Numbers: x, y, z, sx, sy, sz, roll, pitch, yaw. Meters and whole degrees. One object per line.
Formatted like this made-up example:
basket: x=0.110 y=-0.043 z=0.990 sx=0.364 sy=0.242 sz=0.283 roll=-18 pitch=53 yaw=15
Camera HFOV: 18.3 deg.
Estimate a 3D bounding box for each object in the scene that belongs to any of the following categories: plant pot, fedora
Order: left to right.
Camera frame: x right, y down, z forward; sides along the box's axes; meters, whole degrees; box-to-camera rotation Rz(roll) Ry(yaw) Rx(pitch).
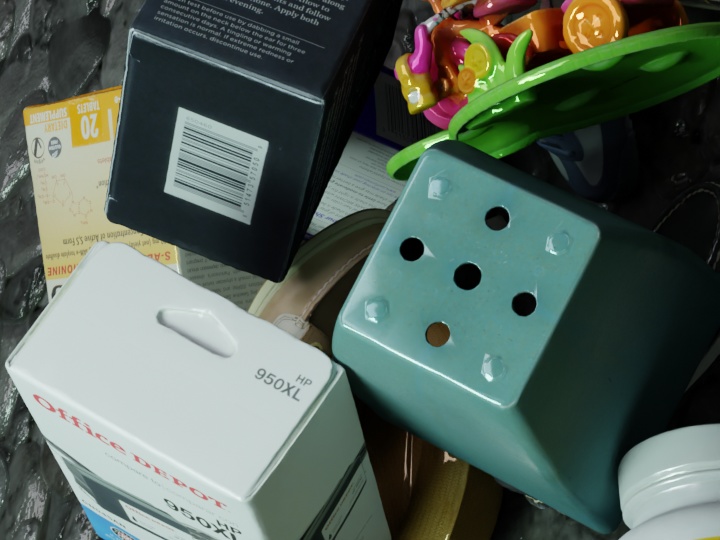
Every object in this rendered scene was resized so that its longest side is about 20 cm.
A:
fedora: x=0.022 y=0.119 z=1.250 sx=0.200 sy=0.082 sz=0.201 roll=-27 pitch=53 yaw=42
plant pot: x=0.071 y=0.021 z=1.046 sx=0.141 sy=0.200 sz=0.141 roll=26 pitch=86 yaw=20

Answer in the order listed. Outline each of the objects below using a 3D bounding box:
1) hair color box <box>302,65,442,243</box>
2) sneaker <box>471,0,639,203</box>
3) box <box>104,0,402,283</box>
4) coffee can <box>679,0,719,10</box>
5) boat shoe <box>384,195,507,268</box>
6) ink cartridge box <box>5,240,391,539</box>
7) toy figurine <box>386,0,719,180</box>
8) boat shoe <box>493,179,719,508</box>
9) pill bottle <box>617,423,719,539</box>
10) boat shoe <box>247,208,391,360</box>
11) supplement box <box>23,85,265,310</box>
hair color box: x=-0.033 y=-0.053 z=1.385 sx=0.200 sy=0.109 sz=0.065 roll=-32 pitch=50 yaw=39
sneaker: x=0.081 y=-0.108 z=1.195 sx=0.082 sy=0.200 sz=0.070 roll=-38 pitch=25 yaw=-23
box: x=-0.047 y=-0.124 z=1.194 sx=0.149 sy=0.107 sz=0.200 roll=106 pitch=-174 yaw=-50
coffee can: x=0.172 y=-0.210 z=1.168 sx=0.200 sy=0.146 sz=0.147 roll=19 pitch=88 yaw=53
boat shoe: x=0.000 y=0.000 z=1.334 sx=0.200 sy=0.072 sz=0.060 roll=-32 pitch=84 yaw=35
ink cartridge box: x=-0.075 y=0.091 z=1.101 sx=0.144 sy=0.200 sz=0.084 roll=26 pitch=67 yaw=21
toy figurine: x=0.071 y=-0.161 z=1.083 sx=0.200 sy=0.150 sz=0.184 roll=-24 pitch=79 yaw=39
boat shoe: x=0.136 y=0.036 z=1.162 sx=0.200 sy=0.060 sz=0.074 roll=-58 pitch=36 yaw=15
pill bottle: x=0.167 y=0.177 z=1.008 sx=0.112 sy=0.112 sz=0.200 roll=-31 pitch=51 yaw=40
boat shoe: x=-0.034 y=0.054 z=1.233 sx=0.200 sy=0.074 sz=0.066 roll=-51 pitch=55 yaw=20
supplement box: x=-0.126 y=-0.010 z=1.342 sx=0.126 sy=0.073 sz=0.200 roll=-8 pitch=91 yaw=43
